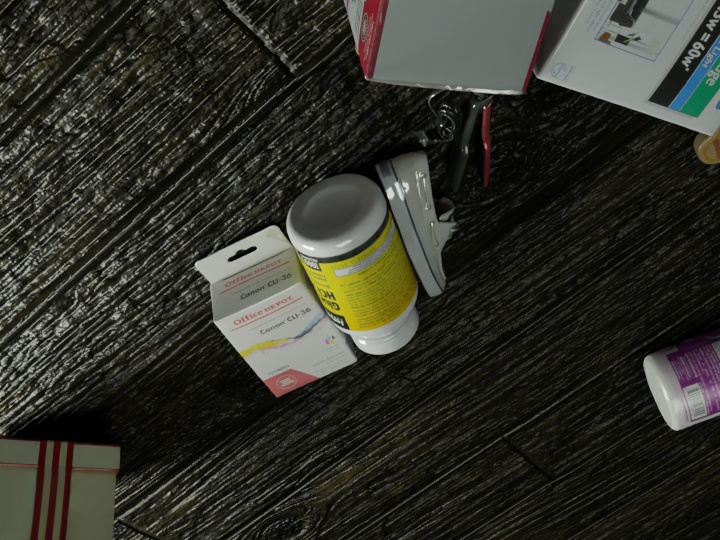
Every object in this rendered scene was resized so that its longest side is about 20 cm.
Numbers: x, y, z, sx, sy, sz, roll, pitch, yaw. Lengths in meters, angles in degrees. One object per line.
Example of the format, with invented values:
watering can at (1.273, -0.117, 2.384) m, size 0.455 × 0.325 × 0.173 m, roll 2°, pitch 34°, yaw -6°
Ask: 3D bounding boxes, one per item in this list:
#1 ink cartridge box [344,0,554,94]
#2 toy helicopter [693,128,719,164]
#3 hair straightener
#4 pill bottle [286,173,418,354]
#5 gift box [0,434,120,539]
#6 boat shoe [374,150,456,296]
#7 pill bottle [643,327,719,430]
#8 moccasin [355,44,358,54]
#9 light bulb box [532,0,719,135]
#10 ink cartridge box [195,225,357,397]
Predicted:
ink cartridge box at (0.067, -0.267, 0.815) m, size 0.143 × 0.201 × 0.146 m, roll 2°, pitch 130°, yaw -12°
toy helicopter at (0.400, -0.197, 1.047) m, size 0.130 × 0.079 × 0.201 m, roll -3°, pitch 135°, yaw -10°
hair straightener at (0.100, -0.136, 0.999) m, size 0.076 × 0.041 × 0.200 m, roll -12°, pitch 160°, yaw -2°
pill bottle at (0.000, 0.000, 1.092) m, size 0.111 × 0.113 × 0.201 m, roll -20°, pitch 132°, yaw 4°
gift box at (-0.409, 0.312, 1.222) m, size 0.183 × 0.189 × 0.200 m, roll 11°, pitch 147°, yaw -25°
boat shoe at (0.077, -0.053, 1.098) m, size 0.069 × 0.071 × 0.201 m, roll -22°, pitch 129°, yaw 2°
pill bottle at (0.505, 0.136, 1.343) m, size 0.198 × 0.113 × 0.113 m, roll -21°, pitch 133°, yaw 5°
moccasin at (0.091, -0.220, 0.949) m, size 0.199 × 0.078 × 0.074 m, roll -15°, pitch 119°, yaw -22°
light bulb box at (0.242, -0.248, 0.876) m, size 0.198 × 0.199 × 0.125 m, roll 13°, pitch 129°, yaw -23°
ink cartridge box at (-0.098, 0.051, 1.142) m, size 0.115 × 0.068 × 0.201 m, roll -25°, pitch 132°, yaw 9°
